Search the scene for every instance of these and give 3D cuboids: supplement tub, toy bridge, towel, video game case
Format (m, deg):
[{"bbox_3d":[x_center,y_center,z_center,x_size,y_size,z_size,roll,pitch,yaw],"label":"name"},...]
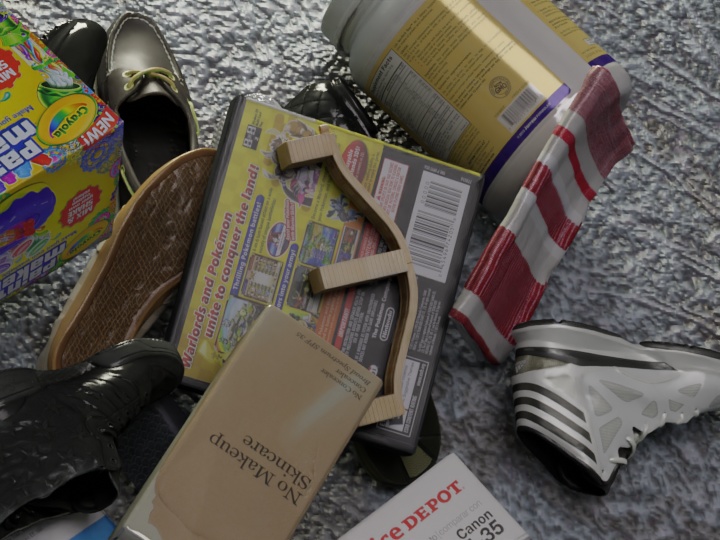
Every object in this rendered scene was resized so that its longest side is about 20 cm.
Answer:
[{"bbox_3d":[0.083,-0.152,1.833,0.200,0.145,0.145,44,55,11],"label":"supplement tub"},{"bbox_3d":[0.000,0.000,1.645,0.067,0.027,0.200,-12,85,-20],"label":"toy bridge"},{"bbox_3d":[0.128,-0.034,1.731,0.023,0.144,0.200,28,83,18],"label":"towel"},{"bbox_3d":[-0.025,0.003,1.665,0.181,0.026,0.200,18,77,-13],"label":"video game case"}]

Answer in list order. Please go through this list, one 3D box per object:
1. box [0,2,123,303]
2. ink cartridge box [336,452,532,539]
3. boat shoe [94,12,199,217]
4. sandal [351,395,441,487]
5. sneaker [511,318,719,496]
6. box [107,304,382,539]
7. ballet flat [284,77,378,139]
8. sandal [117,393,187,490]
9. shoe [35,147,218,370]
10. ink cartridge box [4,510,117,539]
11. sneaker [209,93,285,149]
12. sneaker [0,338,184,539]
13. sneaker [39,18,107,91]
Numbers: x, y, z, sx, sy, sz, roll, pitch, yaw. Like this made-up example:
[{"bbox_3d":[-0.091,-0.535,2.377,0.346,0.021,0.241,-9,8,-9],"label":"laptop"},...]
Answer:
[{"bbox_3d":[-0.287,-0.069,1.563,0.200,0.122,0.193,-34,66,-30],"label":"box"},{"bbox_3d":[0.064,0.240,1.609,0.146,0.083,0.200,-34,75,-34],"label":"ink cartridge box"},{"bbox_3d":[-0.147,-0.106,1.769,0.072,0.061,0.201,0,59,-19],"label":"boat shoe"},{"bbox_3d":[0.002,0.050,1.711,0.080,0.057,0.201,-9,89,-18],"label":"sandal"},{"bbox_3d":[0.191,0.108,1.766,0.200,0.076,0.115,12,76,-23],"label":"sneaker"},{"bbox_3d":[-0.076,0.128,1.537,0.095,0.078,0.200,34,50,-4],"label":"box"},{"bbox_3d":[0.008,-0.051,1.806,0.057,0.066,0.200,-32,67,10],"label":"ballet flat"},{"bbox_3d":[-0.099,0.152,1.617,0.043,0.076,0.200,-3,56,-53],"label":"sandal"},{"bbox_3d":[-0.152,0.000,1.668,0.070,0.053,0.200,41,72,-17],"label":"shoe"},{"bbox_3d":[-0.253,0.164,1.539,0.146,0.086,0.200,-34,73,-35],"label":"ink cartridge box"},{"bbox_3d":[-0.053,-0.015,1.733,0.114,0.075,0.200,18,74,-41],"label":"sneaker"},{"bbox_3d":[-0.172,0.107,1.525,0.200,0.060,0.104,-10,55,-42],"label":"sneaker"},{"bbox_3d":[-0.207,-0.084,1.722,0.091,0.076,0.200,18,62,4],"label":"sneaker"}]
